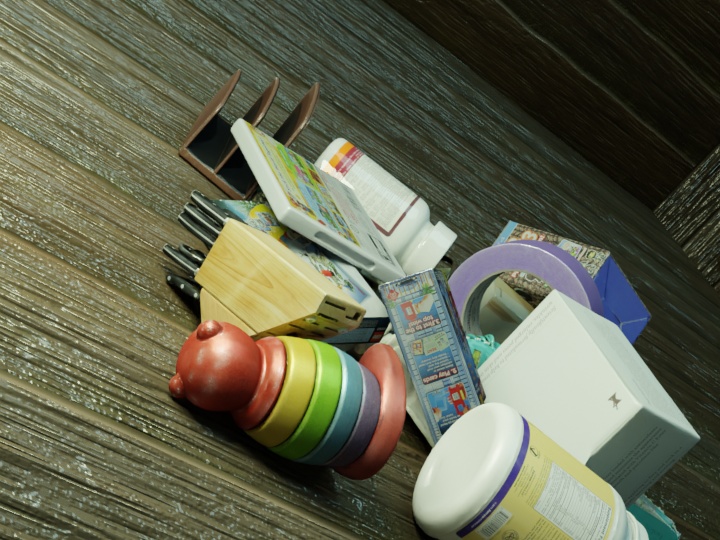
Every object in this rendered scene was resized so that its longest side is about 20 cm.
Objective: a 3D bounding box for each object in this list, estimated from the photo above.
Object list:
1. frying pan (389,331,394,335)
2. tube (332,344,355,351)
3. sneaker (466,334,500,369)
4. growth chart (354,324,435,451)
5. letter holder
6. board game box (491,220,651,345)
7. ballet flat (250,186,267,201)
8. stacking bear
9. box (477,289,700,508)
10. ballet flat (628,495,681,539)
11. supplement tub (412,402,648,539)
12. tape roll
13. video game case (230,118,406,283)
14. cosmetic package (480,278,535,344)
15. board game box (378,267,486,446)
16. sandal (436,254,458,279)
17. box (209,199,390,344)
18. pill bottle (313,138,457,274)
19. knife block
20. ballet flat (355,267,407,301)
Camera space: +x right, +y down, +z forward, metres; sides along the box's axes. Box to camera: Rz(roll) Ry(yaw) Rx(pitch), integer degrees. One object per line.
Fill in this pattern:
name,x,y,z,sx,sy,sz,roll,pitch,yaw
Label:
frying pan,0.021,0.070,1.626,0.115,0.031,0.191,25,27,-49
tube,-0.064,0.007,1.552,0.200,0.052,0.058,51,-19,32
sneaker,0.127,0.102,1.660,0.200,0.080,0.078,41,11,-34
growth chart,0.067,0.140,1.514,0.201,0.018,0.144,56,21,11
letter holder,-0.129,-0.191,1.708,0.100,0.142,0.200,39,17,-12
board game box,0.294,0.033,2.017,0.199,0.097,0.160,21,-22,48
ballet flat,-0.042,-0.054,1.694,0.199,0.075,0.068,34,18,-29
stacking bear,-0.069,0.104,1.210,0.199,0.122,0.114,23,18,-27
box,0.233,0.170,1.563,0.130,0.199,0.201,28,22,-41
ballet flat,0.311,0.286,1.724,0.200,0.076,0.064,48,-14,1
supplement tub,0.164,0.238,1.336,0.199,0.146,0.146,38,17,-16
tape roll,0.201,0.064,1.748,0.200,0.200,0.085,46,16,11
video game case,-0.048,-0.075,1.549,0.181,0.023,0.200,31,18,-36
cosmetic package,0.237,0.104,1.956,0.200,0.071,0.105,40,16,-11
board game box,0.087,0.102,1.460,0.200,0.061,0.202,12,60,-83
sandal,0.102,0.007,1.891,0.200,0.058,0.080,11,30,-53
box,-0.073,0.000,1.468,0.136,0.038,0.200,0,39,-39
pill bottle,0.019,-0.069,1.784,0.199,0.110,0.110,38,17,1
knife block,-0.097,-0.010,1.304,0.064,0.199,0.177,21,57,-50
ballet flat,0.000,0.000,1.656,0.199,0.069,0.067,30,-10,-27
